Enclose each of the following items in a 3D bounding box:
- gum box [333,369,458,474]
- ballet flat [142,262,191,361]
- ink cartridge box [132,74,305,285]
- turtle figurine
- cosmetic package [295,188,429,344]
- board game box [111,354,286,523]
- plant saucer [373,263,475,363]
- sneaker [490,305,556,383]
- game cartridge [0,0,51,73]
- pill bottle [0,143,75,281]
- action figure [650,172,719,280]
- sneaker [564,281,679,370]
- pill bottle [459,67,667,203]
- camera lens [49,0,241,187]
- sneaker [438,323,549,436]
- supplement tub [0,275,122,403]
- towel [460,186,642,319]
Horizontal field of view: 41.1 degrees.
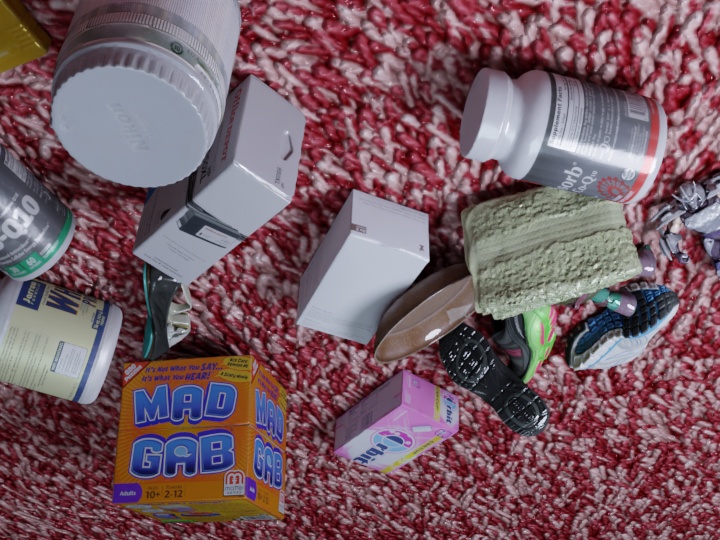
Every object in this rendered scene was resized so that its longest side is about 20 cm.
[{"bbox_3d":[0.052,0.249,1.535,0.112,0.067,0.200,27,135,-23],"label":"gum box"},{"bbox_3d":[-0.271,0.063,1.346,0.067,0.069,0.201,2,141,-12],"label":"ballet flat"},{"bbox_3d":[-0.160,-0.100,1.081,0.084,0.146,0.199,32,132,-30],"label":"ink cartridge box"},{"bbox_3d":[0.267,0.002,1.213,0.196,0.102,0.151,10,140,-16],"label":"turtle figurine"},{"bbox_3d":[0.000,0.000,1.239,0.111,0.082,0.201,18,137,-17],"label":"cosmetic package"},{"bbox_3d":[-0.229,0.256,1.422,0.196,0.204,0.200,-4,158,10],"label":"board game box"},{"bbox_3d":[0.093,0.049,1.261,0.198,0.037,0.201,-31,160,-12],"label":"plant saucer"},{"bbox_3d":[0.226,0.090,1.348,0.083,0.077,0.201,31,153,22],"label":"sneaker"},{"bbox_3d":[-0.448,-0.276,0.985,0.174,0.033,0.201,-15,135,21],"label":"game cartridge"},{"bbox_3d":[-0.444,-0.088,1.140,0.112,0.115,0.200,-18,136,24],"label":"pill bottle"},{"bbox_3d":[0.437,-0.043,1.166,0.129,0.070,0.200,-23,130,35],"label":"action figure"},{"bbox_3d":[0.374,0.081,1.324,0.085,0.076,0.200,14,146,-25],"label":"sneaker"},{"bbox_3d":[0.213,-0.147,1.022,0.196,0.117,0.117,11,140,-9],"label":"pill bottle"},{"bbox_3d":[-0.201,-0.203,0.920,0.157,0.202,0.161,2,140,1],"label":"camera lens"},{"bbox_3d":[0.185,0.157,1.359,0.076,0.200,0.091,-42,163,4],"label":"sneaker"},{"bbox_3d":[-0.444,0.090,1.326,0.197,0.147,0.145,19,138,-18],"label":"supplement tub"},{"bbox_3d":[0.218,-0.032,1.125,0.197,0.151,0.036,-15,158,15],"label":"towel"}]
